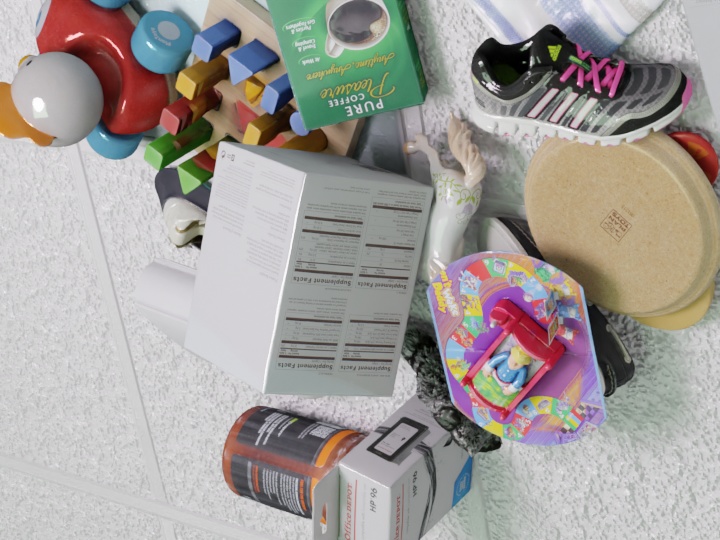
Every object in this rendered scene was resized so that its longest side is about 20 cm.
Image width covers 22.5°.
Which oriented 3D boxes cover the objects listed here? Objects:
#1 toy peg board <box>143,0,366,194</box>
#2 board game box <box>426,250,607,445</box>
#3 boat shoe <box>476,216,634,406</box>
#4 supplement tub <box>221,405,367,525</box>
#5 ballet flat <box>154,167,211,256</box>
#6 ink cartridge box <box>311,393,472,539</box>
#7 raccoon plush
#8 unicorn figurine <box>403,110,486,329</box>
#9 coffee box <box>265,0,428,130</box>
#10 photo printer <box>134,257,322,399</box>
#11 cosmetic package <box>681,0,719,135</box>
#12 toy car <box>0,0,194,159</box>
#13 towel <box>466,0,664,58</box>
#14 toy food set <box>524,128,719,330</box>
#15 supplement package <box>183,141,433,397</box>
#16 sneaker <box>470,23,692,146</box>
[{"bbox_3d":[-0.114,-0.140,1.800,0.199,0.098,0.200,37,135,16],"label":"toy peg board"},{"bbox_3d":[0.132,0.081,1.628,0.157,0.039,0.202,1,117,30],"label":"board game box"},{"bbox_3d":[0.180,0.030,1.678,0.201,0.060,0.074,55,149,20],"label":"boat shoe"},{"bbox_3d":[-0.048,0.218,1.967,0.199,0.107,0.108,13,124,36],"label":"supplement tub"},{"bbox_3d":[-0.159,-0.039,1.927,0.199,0.073,0.073,37,135,17],"label":"ballet flat"},{"bbox_3d":[0.035,0.219,1.826,0.067,0.200,0.117,22,130,29],"label":"ink cartridge box"},{"bbox_3d":[0.115,0.081,1.764,0.134,0.097,0.200,-42,58,10],"label":"raccoon plush"},{"bbox_3d":[0.074,-0.034,1.687,0.137,0.073,0.202,47,141,45],"label":"unicorn figurine"},{"bbox_3d":[-0.020,-0.237,1.658,0.122,0.044,0.202,-13,110,13],"label":"coffee box"},{"bbox_3d":[-0.121,0.066,1.912,0.199,0.070,0.166,18,164,32],"label":"photo printer"},{"bbox_3d":[0.315,-0.193,1.409,0.101,0.074,0.202,-1,117,42],"label":"cosmetic package"},{"bbox_3d":[-0.303,-0.197,1.848,0.177,0.199,0.185,50,137,9],"label":"toy car"},{"bbox_3d":[0.175,-0.249,1.530,0.147,0.024,0.200,50,137,3],"label":"towel"},{"bbox_3d":[0.235,-0.049,1.585,0.199,0.049,0.199,31,131,19],"label":"toy food set"},{"bbox_3d":[-0.050,-0.001,1.680,0.151,0.150,0.202,23,105,52],"label":"supplement package"},{"bbox_3d":[0.177,-0.160,1.520,0.198,0.074,0.088,4,140,28],"label":"sneaker"}]
